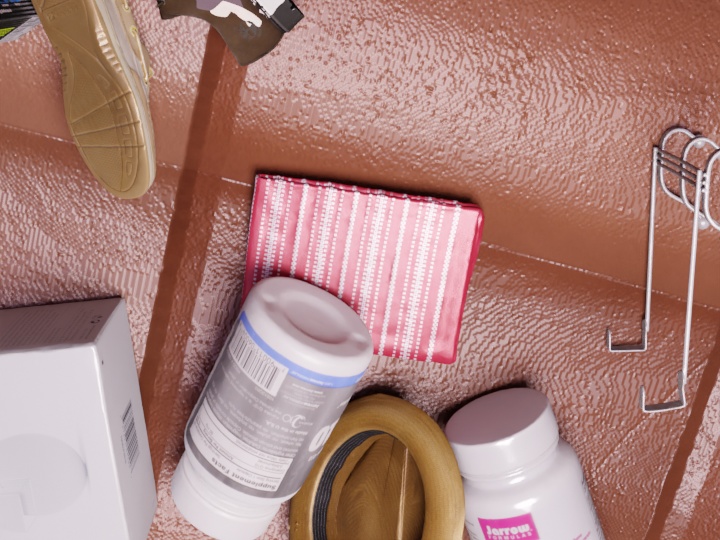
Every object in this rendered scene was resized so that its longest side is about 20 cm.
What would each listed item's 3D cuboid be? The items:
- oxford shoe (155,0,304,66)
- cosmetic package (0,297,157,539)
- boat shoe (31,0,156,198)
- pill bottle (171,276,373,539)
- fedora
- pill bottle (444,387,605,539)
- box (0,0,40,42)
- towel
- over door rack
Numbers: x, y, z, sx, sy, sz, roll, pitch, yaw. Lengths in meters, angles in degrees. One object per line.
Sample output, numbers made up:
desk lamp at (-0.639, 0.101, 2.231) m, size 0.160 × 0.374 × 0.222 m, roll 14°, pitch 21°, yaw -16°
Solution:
oxford shoe at (-0.141, -0.237, 0.750) m, size 0.084 × 0.073 × 0.200 m, roll -43°, pitch 102°, yaw 11°
cosmetic package at (-0.287, 0.144, 0.819) m, size 0.196 × 0.123 × 0.203 m, roll -5°, pitch 106°, yaw -1°
boat shoe at (-0.193, -0.160, 0.768) m, size 0.072 × 0.069 × 0.204 m, roll -3°, pitch 112°, yaw 24°
pill bottle at (-0.078, 0.118, 0.817) m, size 0.112 × 0.114 × 0.202 m, roll 25°, pitch 114°, yaw -8°
fedora at (0.026, 0.212, 0.853) m, size 0.081 × 0.200 × 0.203 m, roll 15°, pitch 110°, yaw -52°
pill bottle at (0.147, 0.214, 0.858) m, size 0.111 × 0.114 × 0.203 m, roll -20°, pitch 104°, yaw 4°
box at (-0.311, -0.245, 0.676) m, size 0.047 × 0.200 × 0.195 m, roll -29°, pitch 103°, yaw 9°
towel at (0.000, 0.000, 0.843) m, size 0.196 × 0.023 × 0.147 m, roll 8°, pitch 107°, yaw -2°
over door rack at (0.260, -0.004, 0.787) m, size 0.065 × 0.148 × 0.204 m, roll 11°, pitch 104°, yaw 1°
